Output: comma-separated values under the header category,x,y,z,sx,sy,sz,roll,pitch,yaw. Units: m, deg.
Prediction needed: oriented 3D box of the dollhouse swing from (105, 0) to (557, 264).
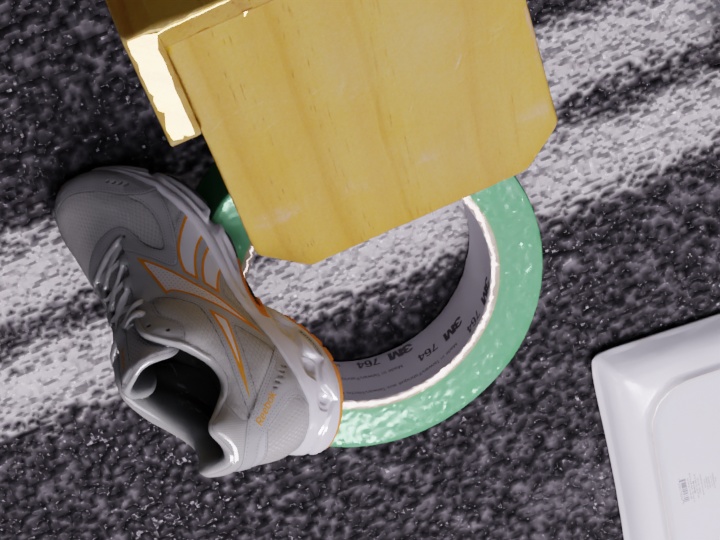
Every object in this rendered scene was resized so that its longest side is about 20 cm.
category,x,y,z,sx,sy,sz,roll,pitch,yaw
dollhouse swing,-0.017,-0.138,0.897,0.199,0.183,0.176,-24,150,-1

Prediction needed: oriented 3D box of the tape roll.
category,x,y,z,sx,sy,sz,roll,pitch,yaw
tape roll,0.000,0.000,0.993,0.199,0.048,0.202,-6,118,-11

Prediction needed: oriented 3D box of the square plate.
category,x,y,z,sx,sy,sz,roll,pitch,yaw
square plate,0.254,0.111,1.125,0.197,0.028,0.201,-18,119,-6

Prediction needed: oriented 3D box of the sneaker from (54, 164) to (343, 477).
category,x,y,z,sx,sy,sz,roll,pitch,yaw
sneaker,-0.099,0.022,0.898,0.092,0.200,0.076,-19,144,-48
